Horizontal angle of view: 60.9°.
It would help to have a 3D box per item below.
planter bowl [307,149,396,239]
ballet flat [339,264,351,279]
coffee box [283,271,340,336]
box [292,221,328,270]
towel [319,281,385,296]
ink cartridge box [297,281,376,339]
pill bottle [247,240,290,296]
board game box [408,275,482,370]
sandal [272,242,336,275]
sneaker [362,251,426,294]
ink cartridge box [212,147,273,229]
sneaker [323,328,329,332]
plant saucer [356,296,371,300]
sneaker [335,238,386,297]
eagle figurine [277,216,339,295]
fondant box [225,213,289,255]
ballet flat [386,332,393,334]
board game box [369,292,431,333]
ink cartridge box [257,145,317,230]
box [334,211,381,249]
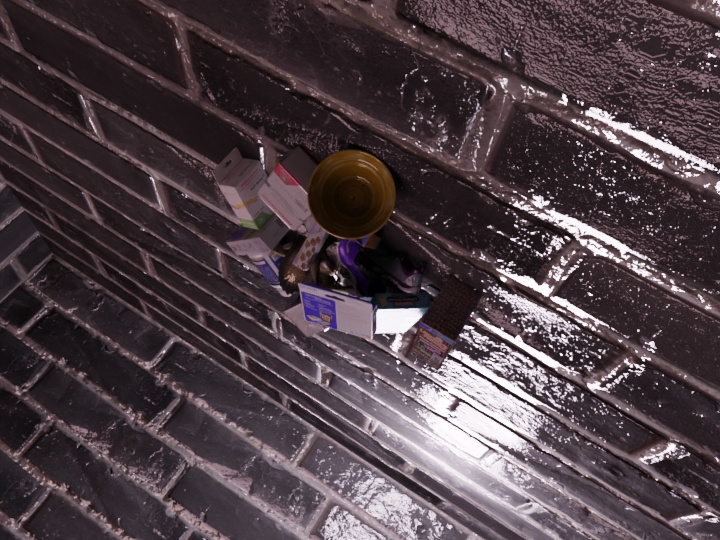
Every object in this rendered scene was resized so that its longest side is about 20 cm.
[{"bbox_3d":[-0.018,-0.170,1.406,0.200,0.201,0.083,35,-178,3],"label":"planter bowl"},{"bbox_3d":[0.000,0.000,1.713,0.070,0.066,0.200,-3,168,18],"label":"ballet flat"},{"bbox_3d":[-0.142,0.087,1.866,0.080,0.200,0.114,-26,115,32],"label":"coffee box"},{"bbox_3d":[-0.107,-0.093,1.577,0.039,0.200,0.041,32,-171,10],"label":"box"},{"bbox_3d":[-0.032,0.056,1.756,0.199,0.023,0.144,-3,167,-3],"label":"towel"},{"bbox_3d":[-0.056,0.094,1.571,0.198,0.043,0.200,16,150,10],"label":"ink cartridge box"},{"bbox_3d":[-0.264,-0.018,1.945,0.116,0.116,0.200,9,141,42],"label":"pill bottle"},{"bbox_3d":[0.218,0.141,1.595,0.097,0.160,0.200,30,151,12],"label":"board game box"},{"bbox_3d":[-0.165,-0.057,1.842,0.211,0.070,0.078,22,-169,-8],"label":"sandal"},{"bbox_3d":[0.087,-0.021,1.622,0.200,0.074,0.088,30,120,24],"label":"sneaker"},{"bbox_3d":[-0.308,-0.224,1.675,0.067,0.117,0.200,14,146,34],"label":"ink cartridge box"},{"bbox_3d":[-0.119,0.113,2.049,0.200,0.108,0.070,53,173,44],"label":"sneaker"},{"bbox_3d":[0.072,0.106,1.788,0.199,0.027,0.200,9,157,4],"label":"plant saucer"},{"bbox_3d":[0.014,-0.009,1.574,0.099,0.070,0.200,6,137,39],"label":"sneaker"},{"bbox_3d":[-0.128,-0.032,1.675,0.151,0.200,0.152,33,150,5],"label":"eagle figurine"},{"bbox_3d":[-0.288,-0.119,1.786,0.200,0.144,0.058,-4,133,51],"label":"fondant box"},{"bbox_3d":[0.019,0.146,1.794,0.200,0.068,0.068,22,163,-22],"label":"ballet flat"},{"bbox_3d":[0.085,0.118,1.670,0.151,0.047,0.200,-1,156,-18],"label":"board game box"},{"bbox_3d":[-0.165,-0.206,1.569,0.147,0.083,0.200,46,152,-7],"label":"ink cartridge box"},{"bbox_3d":[-0.019,-0.101,1.518,0.119,0.042,0.200,32,-177,8],"label":"box"}]
